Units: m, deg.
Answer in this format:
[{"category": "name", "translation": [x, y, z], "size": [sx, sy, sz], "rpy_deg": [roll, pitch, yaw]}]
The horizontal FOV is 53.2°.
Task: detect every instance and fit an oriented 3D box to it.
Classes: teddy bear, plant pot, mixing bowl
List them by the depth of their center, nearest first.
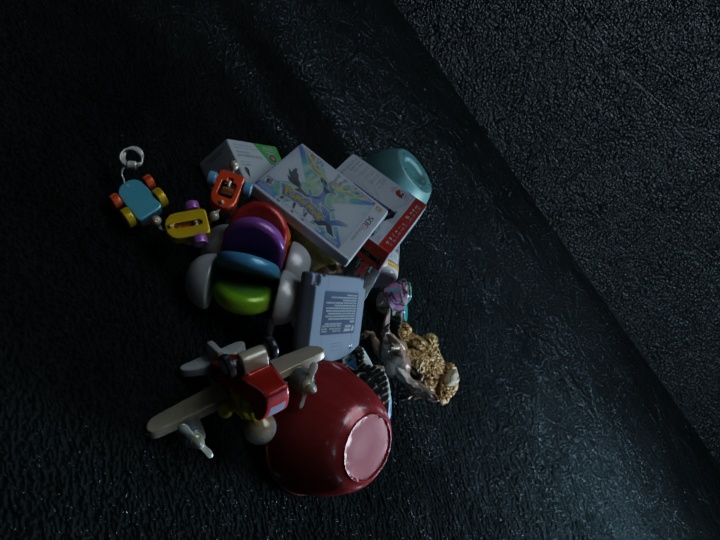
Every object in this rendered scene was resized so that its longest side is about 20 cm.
[{"category": "mixing bowl", "translation": [-0.026, 0.238, 1.026], "size": [0.199, 0.108, 0.203], "rpy_deg": [-8, 102, -45]}, {"category": "teddy bear", "translation": [0.141, 0.193, 1.506], "size": [0.201, 0.066, 0.145], "rpy_deg": [53, 30, -7]}, {"category": "plant pot", "translation": [0.070, -0.191, 1.698], "size": [0.200, 0.160, 0.202], "rpy_deg": [40, 31, -30]}]

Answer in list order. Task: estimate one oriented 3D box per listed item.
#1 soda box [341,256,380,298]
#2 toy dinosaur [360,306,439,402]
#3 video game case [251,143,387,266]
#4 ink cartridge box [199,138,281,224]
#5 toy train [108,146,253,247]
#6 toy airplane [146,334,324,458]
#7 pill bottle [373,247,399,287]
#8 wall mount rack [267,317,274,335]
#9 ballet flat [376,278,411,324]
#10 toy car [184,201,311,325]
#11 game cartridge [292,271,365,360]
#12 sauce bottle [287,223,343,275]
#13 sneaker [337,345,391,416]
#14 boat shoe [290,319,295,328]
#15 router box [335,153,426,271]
[{"category": "soda box", "translation": [0.000, 0.000, 1.359], "size": [0.070, 0.063, 0.201], "rpy_deg": [31, 66, -1]}, {"category": "toy dinosaur", "translation": [0.072, 0.176, 1.396], "size": [0.135, 0.086, 0.201], "rpy_deg": [34, 30, -38]}, {"category": "video game case", "translation": [-0.065, -0.116, 1.216], "size": [0.199, 0.022, 0.183], "rpy_deg": [37, 39, 0]}, {"category": "ink cartridge box", "translation": [-0.180, -0.123, 1.292], "size": [0.145, 0.084, 0.202], "rpy_deg": [-6, 66, -59]}, {"category": "toy train", "translation": [-0.268, -0.106, 1.070], "size": [0.197, 0.056, 0.152], "rpy_deg": [14, 64, -8]}, {"category": "toy airplane", "translation": [-0.156, 0.161, 0.947], "size": [0.199, 0.198, 0.143], "rpy_deg": [-44, 115, -74]}, {"category": "pill bottle", "translation": [0.026, -0.075, 1.491], "size": [0.116, 0.115, 0.203], "rpy_deg": [26, 59, -44]}, {"category": "wall mount rack", "translation": [-0.094, 0.166, 1.138], "size": [0.199, 0.074, 0.175], "rpy_deg": [4, 55, -59]}, {"category": "ballet flat", "translation": [0.067, 0.064, 1.494], "size": [0.200, 0.070, 0.070], "rpy_deg": [85, 3, -73]}, {"category": "toy car", "translation": [-0.162, -0.023, 1.088], "size": [0.173, 0.151, 0.201], "rpy_deg": [14, 33, -3]}, {"category": "game cartridge", "translation": [-0.047, 0.072, 1.120], "size": [0.200, 0.041, 0.135], "rpy_deg": [9, 92, -68]}, {"category": "sauce bottle", "translation": [-0.093, -0.067, 1.217], "size": [0.066, 0.066, 0.202], "rpy_deg": [3, 59, -57]}, {"category": "sneaker", "translation": [0.019, 0.208, 1.233], "size": [0.090, 0.078, 0.200], "rpy_deg": [58, 1, -26]}, {"category": "boat shoe", "translation": [-0.104, 0.039, 1.280], "size": [0.066, 0.074, 0.200], "rpy_deg": [37, 20, -5]}, {"category": "router box", "translation": [0.009, -0.112, 1.327], "size": [0.179, 0.049, 0.200], "rpy_deg": [35, 39, 3]}]
